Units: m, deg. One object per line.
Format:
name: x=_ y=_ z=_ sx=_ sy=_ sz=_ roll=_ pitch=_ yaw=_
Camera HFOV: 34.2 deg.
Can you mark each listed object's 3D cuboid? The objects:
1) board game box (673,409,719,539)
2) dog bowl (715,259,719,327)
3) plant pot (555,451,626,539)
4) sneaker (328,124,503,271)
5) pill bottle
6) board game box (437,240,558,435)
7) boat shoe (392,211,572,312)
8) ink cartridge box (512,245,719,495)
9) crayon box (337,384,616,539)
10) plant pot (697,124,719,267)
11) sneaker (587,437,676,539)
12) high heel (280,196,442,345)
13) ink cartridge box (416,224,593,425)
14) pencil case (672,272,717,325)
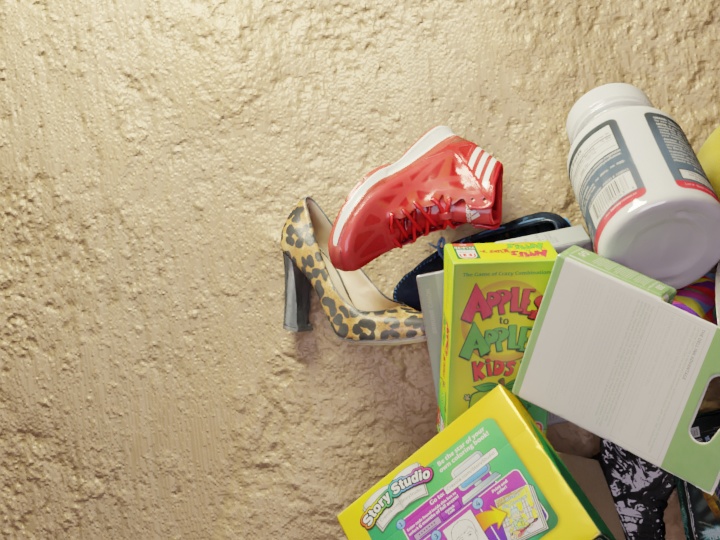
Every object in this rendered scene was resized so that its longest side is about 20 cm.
board game box: x=0.411 y=0.197 z=1.167 sx=0.199 sy=0.028 sz=0.136 roll=-10 pitch=90 yaw=-9
dog bowl: x=0.382 y=0.080 z=1.068 sx=0.059 sy=0.200 sz=0.201 roll=-14 pitch=90 yaw=28
plant pot: x=0.151 y=0.268 z=1.131 sx=0.199 sy=0.200 sz=0.178 roll=-6 pitch=75 yaw=31
sneaker: x=0.066 y=-0.060 z=1.155 sx=0.115 sy=0.078 sz=0.200 roll=28 pitch=66 yaw=33
pill bottle: x=0.263 y=-0.086 z=1.115 sx=0.119 sy=0.200 sz=0.120 roll=-4 pitch=133 yaw=-4
board game box: x=0.130 y=0.074 z=1.118 sx=0.101 sy=0.048 sz=0.201 roll=-2 pitch=114 yaw=-5
boat shoe: x=0.117 y=-0.013 z=1.196 sx=0.200 sy=0.069 sz=0.084 roll=-32 pitch=76 yaw=12
ink cartridge box: x=0.245 y=0.084 z=1.022 sx=0.200 sy=0.048 sz=0.146 roll=25 pitch=114 yaw=24
crayon box: x=0.099 y=0.231 z=1.034 sx=0.200 sy=0.058 sz=0.173 roll=-40 pitch=48 yaw=9
plant pot: x=0.428 y=-0.073 z=1.126 sx=0.199 sy=0.142 sz=0.201 roll=0 pitch=92 yaw=7
sneaker: x=0.292 y=0.233 z=1.193 sx=0.104 sy=0.060 sz=0.200 roll=-34 pitch=84 yaw=11
high heel: x=0.000 y=0.000 z=1.194 sx=0.200 sy=0.071 sz=0.143 roll=6 pitch=98 yaw=32
ink cartridge box: x=0.152 y=0.067 z=1.166 sx=0.173 sy=0.044 sz=0.201 roll=-11 pitch=115 yaw=0
pencil case: x=0.310 y=0.055 z=1.114 sx=0.088 sy=0.200 sz=0.089 roll=5 pitch=103 yaw=24
